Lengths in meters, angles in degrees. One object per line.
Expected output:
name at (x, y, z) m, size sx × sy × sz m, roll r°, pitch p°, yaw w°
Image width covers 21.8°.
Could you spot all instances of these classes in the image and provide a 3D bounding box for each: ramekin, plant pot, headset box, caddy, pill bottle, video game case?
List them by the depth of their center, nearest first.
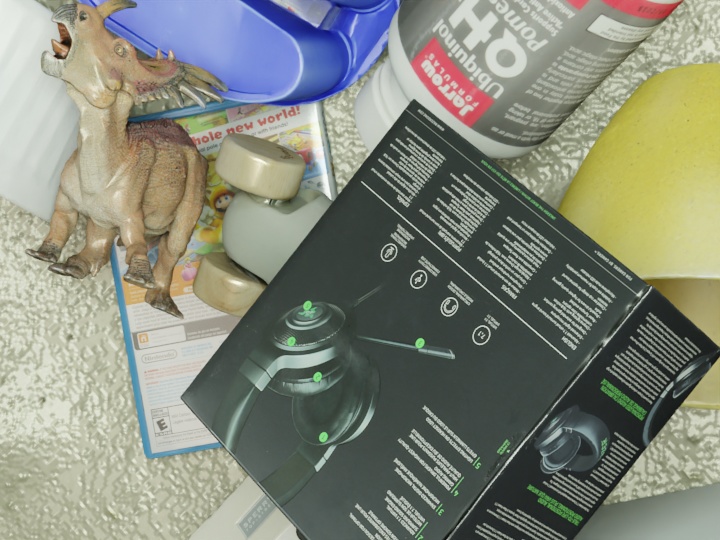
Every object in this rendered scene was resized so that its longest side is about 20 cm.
headset box at (0.035, 0.055, 0.876) m, size 0.201 × 0.093 × 0.174 m, roll -52°, pitch 51°, yaw 3°
plant pot at (0.191, -0.024, 0.998) m, size 0.198 × 0.200 × 0.144 m, roll 5°, pitch 69°, yaw 8°
pill bottle at (0.083, -0.131, 1.006) m, size 0.111 × 0.111 × 0.200 m, roll 47°, pitch 128°, yaw 5°
ramekin at (-0.227, -0.120, 1.044) m, size 0.199 × 0.200 × 0.098 m, roll 33°, pitch 89°, yaw 6°
caddy at (-0.072, -0.179, 1.059) m, size 0.199 × 0.105 × 0.142 m, roll 33°, pitch 104°, yaw 5°
video game case at (-0.076, 0.001, 1.111) m, size 0.141 × 0.018 × 0.202 m, roll -10°, pitch 91°, yaw 10°

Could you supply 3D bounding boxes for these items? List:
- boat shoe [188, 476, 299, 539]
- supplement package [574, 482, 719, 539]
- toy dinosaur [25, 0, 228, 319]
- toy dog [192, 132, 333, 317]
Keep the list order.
boat shoe at (-0.021, 0.138, 1.084) m, size 0.200 × 0.068 × 0.072 m, roll -49°, pitch 49°, yaw 7°
supplement package at (0.171, 0.188, 0.987) m, size 0.154 × 0.200 × 0.112 m, roll -12°, pitch 91°, yaw 8°
toy dinosaur at (-0.116, -0.056, 1.013) m, size 0.085 × 0.200 × 0.137 m, roll 18°, pitch 81°, yaw 10°
toy dog at (0.000, 0.000, 1.028) m, size 0.200 × 0.096 × 0.132 m, roll 44°, pitch 115°, yaw 14°
